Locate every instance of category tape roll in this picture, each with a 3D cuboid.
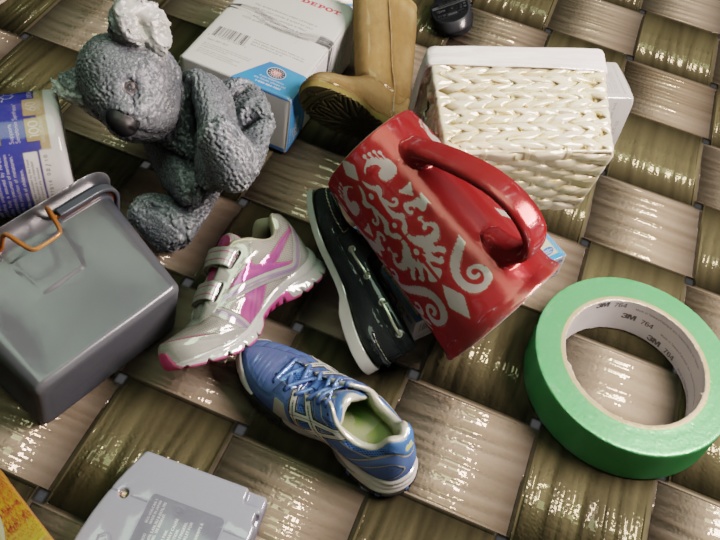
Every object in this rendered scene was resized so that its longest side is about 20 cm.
[{"bbox_3d":[0.261,0.100,0.826,0.196,0.049,0.203,5,51,-6],"label":"tape roll"}]

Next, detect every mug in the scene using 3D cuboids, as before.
[{"bbox_3d":[0.084,-0.050,0.776,0.201,0.177,0.133,50,34,7],"label":"mug"}]

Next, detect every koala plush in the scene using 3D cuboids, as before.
[{"bbox_3d":[-0.202,-0.162,0.848,0.199,0.176,0.186,37,40,-22],"label":"koala plush"}]

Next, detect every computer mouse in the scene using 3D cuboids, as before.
[{"bbox_3d":[0.128,-0.392,1.214,0.057,0.034,0.203,-14,45,13],"label":"computer mouse"}]

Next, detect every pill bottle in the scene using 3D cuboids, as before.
[{"bbox_3d":[-0.395,-0.109,0.847,0.196,0.121,0.121,-12,54,-17],"label":"pill bottle"}]

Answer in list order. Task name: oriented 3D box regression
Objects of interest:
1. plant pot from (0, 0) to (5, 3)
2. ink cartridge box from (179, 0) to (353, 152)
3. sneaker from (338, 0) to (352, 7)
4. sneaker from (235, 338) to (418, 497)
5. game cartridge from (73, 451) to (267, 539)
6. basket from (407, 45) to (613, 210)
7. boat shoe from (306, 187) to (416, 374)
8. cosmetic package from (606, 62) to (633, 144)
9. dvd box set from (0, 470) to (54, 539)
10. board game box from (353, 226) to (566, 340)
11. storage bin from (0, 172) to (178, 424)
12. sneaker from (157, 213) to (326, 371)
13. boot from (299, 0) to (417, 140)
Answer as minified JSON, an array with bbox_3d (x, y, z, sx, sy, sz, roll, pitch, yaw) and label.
[{"bbox_3d":[-0.506,-0.499,1.106,0.174,0.202,0.201,19,50,22],"label":"plant pot"},{"bbox_3d":[-0.108,-0.257,1.030,0.143,0.085,0.202,22,51,9],"label":"ink cartridge box"},{"bbox_3d":[-0.033,-0.389,1.156,0.195,0.073,0.073,3,49,-8],"label":"sneaker"},{"bbox_3d":[-0.028,0.114,0.752,0.198,0.078,0.076,30,55,17],"label":"sneaker"},{"bbox_3d":[-0.167,0.247,0.653,0.131,0.041,0.202,20,51,3],"label":"game cartridge"},{"bbox_3d":[0.157,-0.145,0.893,0.195,0.136,0.126,-2,65,-8],"label":"basket"},{"bbox_3d":[0.000,0.000,0.834,0.059,0.076,0.203,-24,71,11],"label":"boat shoe"},{"bbox_3d":[0.214,-0.193,1.018,0.195,0.103,0.075,-2,50,-9],"label":"cosmetic package"},{"bbox_3d":[-0.272,0.253,0.602,0.146,0.030,0.199,-40,56,-23],"label":"dvd box set"},{"bbox_3d":[0.103,-0.020,0.906,0.197,0.035,0.135,-21,58,-23],"label":"board game box"},{"bbox_3d":[-0.262,0.026,0.757,0.134,0.146,0.199,42,57,12],"label":"storage bin"},{"bbox_3d":[-0.122,0.017,0.794,0.200,0.081,0.089,-45,110,-40],"label":"sneaker"},{"bbox_3d":[0.000,-0.257,0.999,0.173,0.065,0.204,22,60,-42],"label":"boot"}]
